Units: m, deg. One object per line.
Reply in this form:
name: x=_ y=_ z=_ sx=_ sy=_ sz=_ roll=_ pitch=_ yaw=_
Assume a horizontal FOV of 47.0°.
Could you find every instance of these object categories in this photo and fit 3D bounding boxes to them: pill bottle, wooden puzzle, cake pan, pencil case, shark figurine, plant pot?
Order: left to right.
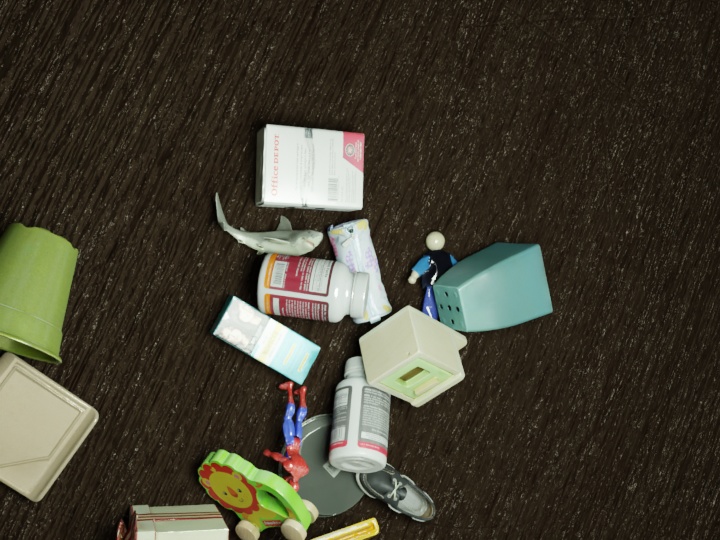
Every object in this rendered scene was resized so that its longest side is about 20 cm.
wooden puzzle: x=-0.588 y=0.271 z=1.437 sx=0.199 sy=0.037 sz=0.186 roll=37 pitch=79 yaw=-12
plant pot: x=-0.562 y=0.031 z=1.376 sx=0.197 sy=0.200 sz=0.193 roll=21 pitch=72 yaw=-18
shark figurine: x=-0.175 y=-0.076 z=1.571 sx=0.211 sy=0.129 sz=0.091 roll=13 pitch=60 yaw=-2
pill bottle: x=-0.085 y=0.035 z=1.535 sx=0.196 sy=0.113 sz=0.115 roll=8 pitch=88 yaw=5
cake pan: x=-0.062 y=0.386 z=1.621 sx=0.197 sy=0.037 sz=0.204 roll=0 pitch=90 yaw=-20
pencil case: x=0.000 y=0.000 z=1.612 sx=0.082 sy=0.091 sz=0.203 roll=-18 pitch=97 yaw=-19
pill bottle: x=0.001 y=0.272 z=1.576 sx=0.109 sy=0.111 sz=0.203 roll=16 pitch=59 yaw=-19
plant pot: x=0.254 y=0.044 z=1.654 sx=0.198 sy=0.141 sz=0.144 roll=-21 pitch=103 yaw=-27

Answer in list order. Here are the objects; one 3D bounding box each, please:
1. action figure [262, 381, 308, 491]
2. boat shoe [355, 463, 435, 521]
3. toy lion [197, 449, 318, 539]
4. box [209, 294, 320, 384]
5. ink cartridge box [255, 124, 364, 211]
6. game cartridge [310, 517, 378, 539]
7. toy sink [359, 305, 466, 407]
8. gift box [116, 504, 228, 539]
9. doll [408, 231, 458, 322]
action figure: x=-0.143 y=0.324 z=1.557 sx=0.065 sy=0.098 sz=0.203 roll=26 pitch=46 yaw=-40
boat shoe: x=0.073 y=0.438 z=1.633 sx=0.200 sy=0.060 sz=0.074 roll=44 pitch=71 yaw=-29
toy lion: x=-0.198 y=0.403 z=1.498 sx=0.193 sy=0.198 sz=0.069 roll=60 pitch=41 yaw=-20
box: x=-0.180 y=0.132 z=1.570 sx=0.198 sy=0.049 sz=0.083 roll=32 pitch=80 yaw=-17
ink cartridge box: x=-0.098 y=-0.192 z=1.579 sx=0.197 sy=0.084 sz=0.148 roll=2 pitch=90 yaw=-20
game cartridge: x=-0.067 y=0.518 z=1.539 sx=0.174 sy=0.201 sz=0.033 roll=-14 pitch=66 yaw=-19
toy sink: x=0.115 y=0.176 z=1.583 sx=0.199 sy=0.130 sz=0.113 roll=30 pitch=36 yaw=-42
gift box: x=-0.333 y=0.507 z=1.445 sx=0.183 sy=0.200 sz=0.188 roll=3 pitch=85 yaw=-18
doll: x=0.153 y=0.022 z=1.687 sx=0.134 sy=0.048 sz=0.204 roll=1 pitch=89 yaw=-29
